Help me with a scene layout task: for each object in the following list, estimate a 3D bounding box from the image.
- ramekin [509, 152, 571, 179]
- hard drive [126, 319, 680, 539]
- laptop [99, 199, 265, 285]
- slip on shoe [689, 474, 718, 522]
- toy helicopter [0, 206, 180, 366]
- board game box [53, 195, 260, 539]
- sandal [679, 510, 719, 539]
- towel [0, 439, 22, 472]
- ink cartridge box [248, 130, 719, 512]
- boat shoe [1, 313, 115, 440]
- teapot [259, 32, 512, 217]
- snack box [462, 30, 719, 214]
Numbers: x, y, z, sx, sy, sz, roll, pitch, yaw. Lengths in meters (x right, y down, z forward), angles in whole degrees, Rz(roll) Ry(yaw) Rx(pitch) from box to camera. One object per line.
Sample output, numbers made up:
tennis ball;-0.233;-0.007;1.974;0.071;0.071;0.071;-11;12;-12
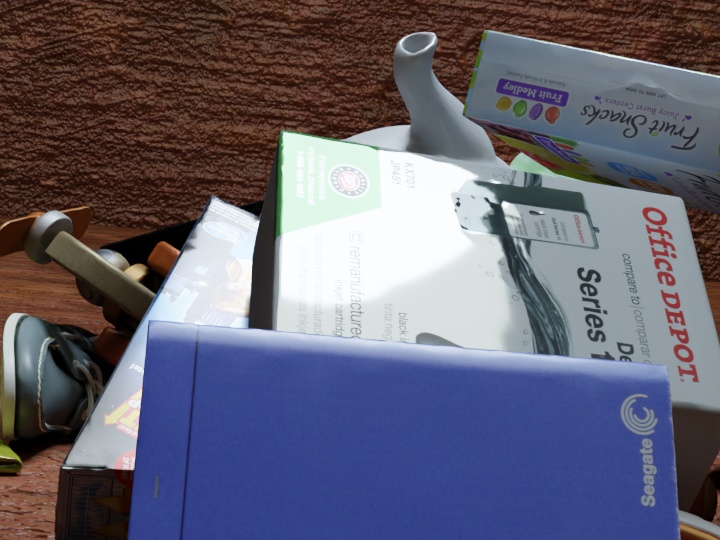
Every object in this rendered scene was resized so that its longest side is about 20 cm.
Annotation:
ramekin;0.149;0.017;1.215;0.097;0.202;0.200;14;7;16
hard drive;0.017;0.090;0.575;0.198;0.133;0.025;5;-28;-6
laptop;-0.056;0.018;1.161;0.176;0.201;0.104;-14;30;32
slip on shoe;0.120;0.103;0.880;0.061;0.075;0.200;11;7;-31
toy helicopter;-0.169;0.004;1.028;0.132;0.079;0.200;33;-5;-8
board game box;-0.041;0.074;0.742;0.199;0.062;0.200;26;42;16
sandal;0.060;0.112;0.618;0.204;0.080;0.059;8;2;0
towel;-0.258;0.086;0.920;0.085;0.018;0.200;3;6;-26
ink cartridge box;0.052;0.026;0.708;0.198;0.084;0.147;8;42;-10
boat shoe;-0.178;0.063;0.969;0.061;0.074;0.200;2;0;-2
teapot;0.000;0.000;0.914;0.145;0.202;0.196;24;-31;-38
snack box;0.172;-0.068;0.851;0.198;0.054;0.142;16;-1;29
